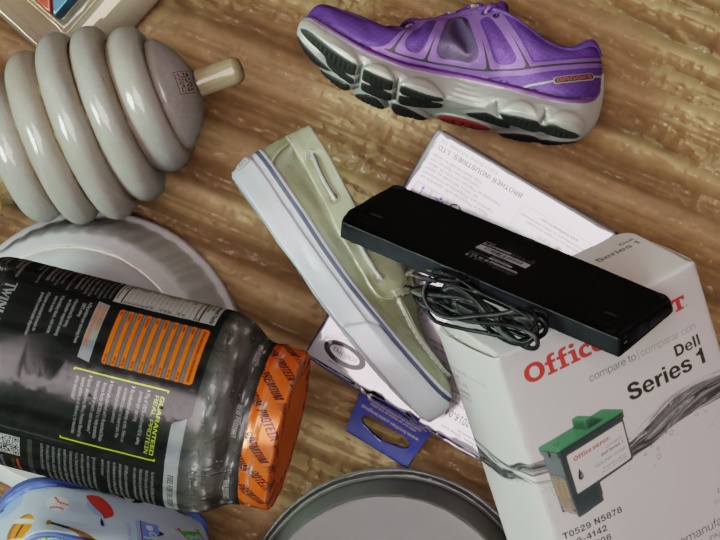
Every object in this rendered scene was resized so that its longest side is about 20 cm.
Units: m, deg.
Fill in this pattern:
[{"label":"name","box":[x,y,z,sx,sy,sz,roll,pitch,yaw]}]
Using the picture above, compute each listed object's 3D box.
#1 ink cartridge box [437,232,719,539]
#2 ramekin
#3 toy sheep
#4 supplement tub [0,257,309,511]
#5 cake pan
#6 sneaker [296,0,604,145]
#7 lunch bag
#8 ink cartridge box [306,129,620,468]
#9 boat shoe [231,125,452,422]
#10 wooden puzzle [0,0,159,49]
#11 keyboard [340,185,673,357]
[{"label":"ink cartridge box","box":[0.151,0.099,1.531,0.146,0.084,0.200,-26,112,-16]},{"label":"ramekin","box":[-0.177,0.061,1.617,0.202,0.094,0.203,0,90,7]},{"label":"toy sheep","box":[-0.167,-0.094,1.594,0.200,0.138,0.138,-26,87,6]},{"label":"supplement tub","box":[-0.138,0.072,1.497,0.200,0.123,0.123,14,92,6]},{"label":"cake pan","box":[0.018,0.227,1.599,0.200,0.037,0.201,0,90,7]},{"label":"sneaker","box":[0.059,-0.139,1.610,0.200,0.081,0.084,14,79,-3]},{"label":"lunch bag","box":[-0.179,0.231,1.587,0.160,0.076,0.200,12,117,-27]},{"label":"ink cartridge box","box":[0.057,0.029,1.599,0.136,0.076,0.200,31,92,6]},{"label":"boat shoe","box":[0.000,0.000,1.535,0.062,0.072,0.200,-37,85,1]},{"label":"wooden puzzle","box":[-0.198,-0.255,1.646,0.200,0.037,0.185,42,94,4]},{"label":"keyboard","box":[0.074,0.011,1.470,0.200,0.104,0.040,23,120,28]}]
